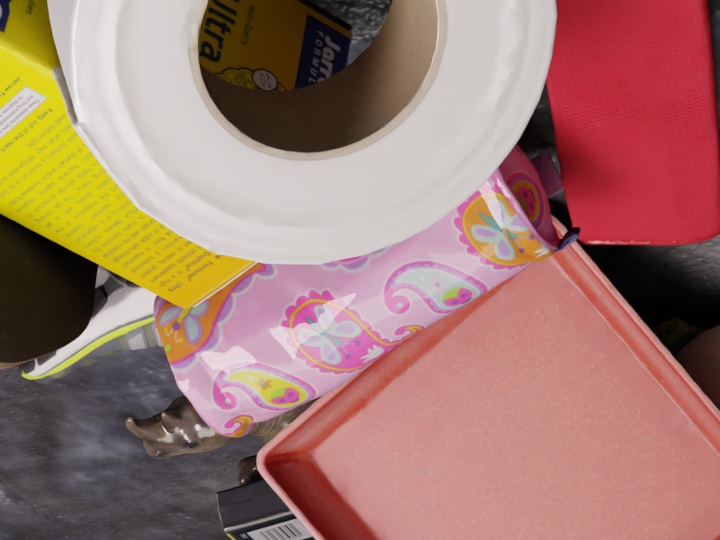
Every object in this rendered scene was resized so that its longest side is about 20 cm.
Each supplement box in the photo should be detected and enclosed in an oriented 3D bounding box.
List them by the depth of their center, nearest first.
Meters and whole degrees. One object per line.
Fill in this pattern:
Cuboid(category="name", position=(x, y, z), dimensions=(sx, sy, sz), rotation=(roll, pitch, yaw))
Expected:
Cuboid(category="supplement box", position=(-0.118, -0.087, 1.199), dimensions=(0.200, 0.109, 0.109), rotation=(28, 142, -26))

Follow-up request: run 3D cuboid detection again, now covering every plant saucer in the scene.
Cuboid(category="plant saucer", position=(0.084, 0.105, 1.349), dimensions=(0.199, 0.037, 0.200), rotation=(-41, 88, 13))

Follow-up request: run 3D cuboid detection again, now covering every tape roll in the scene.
Cuboid(category="tape roll", position=(-0.025, -0.105, 1.091), dimensions=(0.201, 0.071, 0.203), rotation=(-7, 118, -13))

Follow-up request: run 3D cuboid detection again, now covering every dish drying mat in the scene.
Cuboid(category="dish drying mat", position=(0.125, -0.077, 1.235), dimensions=(0.076, 0.018, 0.200), rotation=(2, 145, 12))

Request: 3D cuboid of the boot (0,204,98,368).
Cuboid(category="boot", position=(-0.168, -0.001, 1.256), dimensions=(0.075, 0.200, 0.074), rotation=(-22, 107, 19))

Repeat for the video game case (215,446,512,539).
Cuboid(category="video game case", position=(0.041, 0.129, 1.466), dimensions=(0.199, 0.026, 0.181), rotation=(-17, 156, 9))

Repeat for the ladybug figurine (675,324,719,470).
Cuboid(category="ladybug figurine", position=(0.249, 0.090, 1.382), dimensions=(0.199, 0.072, 0.136), rotation=(16, 134, -15))

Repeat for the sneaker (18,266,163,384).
Cuboid(category="sneaker", position=(-0.103, 0.018, 1.385), dimensions=(0.081, 0.074, 0.200), rotation=(31, 143, -33))

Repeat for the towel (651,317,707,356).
Cuboid(category="towel", position=(0.223, 0.083, 1.443), dimensions=(0.199, 0.018, 0.086), rotation=(24, 144, -21))

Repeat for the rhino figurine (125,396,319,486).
Cuboid(category="rhino figurine", position=(-0.034, 0.076, 1.417), dimensions=(0.199, 0.060, 0.087), rotation=(3, 151, -31))

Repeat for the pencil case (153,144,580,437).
Cuboid(category="pencil case", position=(0.000, 0.000, 1.269), dimensions=(0.200, 0.088, 0.087), rotation=(-32, 133, 15))
